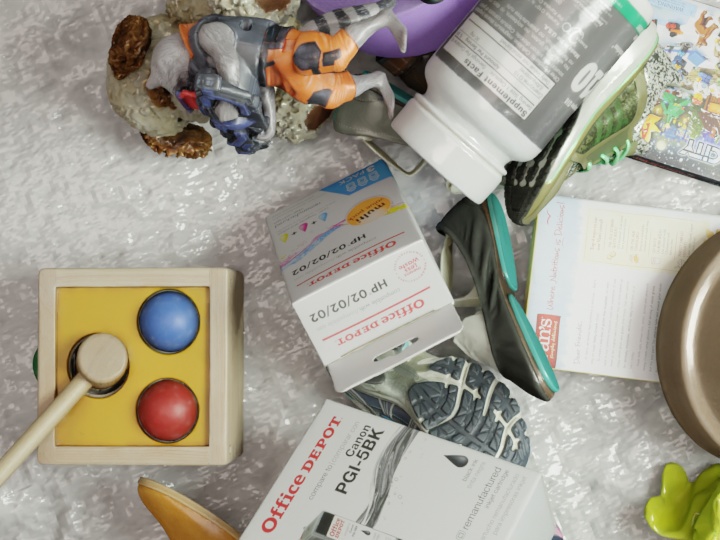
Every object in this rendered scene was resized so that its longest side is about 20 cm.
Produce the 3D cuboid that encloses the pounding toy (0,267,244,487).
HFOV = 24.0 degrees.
[{"bbox_3d":[-0.201,0.092,1.376,0.197,0.142,0.187,0,88,3],"label":"pounding toy"}]

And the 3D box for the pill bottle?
[{"bbox_3d":[0.122,-0.158,1.302,0.113,0.113,0.200,41,98,4],"label":"pill bottle"}]

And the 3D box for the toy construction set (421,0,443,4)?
[{"bbox_3d":[0.036,-0.280,1.285,0.199,0.092,0.132,14,75,43],"label":"toy construction set"}]

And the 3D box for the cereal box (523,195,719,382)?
[{"bbox_3d":[0.236,0.020,1.405,0.197,0.040,0.146,8,89,4],"label":"cereal box"}]

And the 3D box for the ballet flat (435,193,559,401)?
[{"bbox_3d":[0.106,0.029,1.377,0.068,0.068,0.202,-24,54,14],"label":"ballet flat"}]

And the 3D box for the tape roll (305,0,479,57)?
[{"bbox_3d":[0.038,-0.277,1.369,0.198,0.066,0.202,-11,63,23],"label":"tape roll"}]

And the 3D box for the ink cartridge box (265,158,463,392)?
[{"bbox_3d":[0.000,0.000,1.338,0.114,0.200,0.068,-27,119,2],"label":"ink cartridge box"}]

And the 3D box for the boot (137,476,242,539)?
[{"bbox_3d":[-0.135,0.278,1.387,0.201,0.071,0.145,38,80,-11],"label":"boot"}]

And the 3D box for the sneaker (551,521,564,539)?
[{"bbox_3d":[0.070,0.236,1.357,0.197,0.070,0.083,-2,56,9],"label":"sneaker"}]

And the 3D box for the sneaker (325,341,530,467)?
[{"bbox_3d":[0.055,0.107,1.384,0.199,0.087,0.078,36,69,17],"label":"sneaker"}]

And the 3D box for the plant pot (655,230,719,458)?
[{"bbox_3d":[0.356,0.060,1.300,0.198,0.174,0.203,0,91,-23],"label":"plant pot"}]

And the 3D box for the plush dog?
[{"bbox_3d":[-0.132,-0.181,1.385,0.171,0.201,0.161,-34,53,-8],"label":"plush dog"}]

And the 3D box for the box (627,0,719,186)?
[{"bbox_3d":[0.255,-0.158,1.411,0.198,0.038,0.138,17,89,4],"label":"box"}]

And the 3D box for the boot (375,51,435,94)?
[{"bbox_3d":[0.107,-0.225,1.418,0.097,0.075,0.201,38,88,-16],"label":"boot"}]

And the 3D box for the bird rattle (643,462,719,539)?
[{"bbox_3d":[0.310,0.254,1.367,0.161,0.113,0.203,-4,91,-13],"label":"bird rattle"}]

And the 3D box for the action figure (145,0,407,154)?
[{"bbox_3d":[-0.068,-0.153,1.293,0.191,0.200,0.106,0,81,-4],"label":"action figure"}]

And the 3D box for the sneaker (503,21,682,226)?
[{"bbox_3d":[0.194,-0.109,1.356,0.088,0.077,0.201,38,85,-21],"label":"sneaker"}]

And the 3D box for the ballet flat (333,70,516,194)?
[{"bbox_3d":[0.069,-0.100,1.399,0.198,0.067,0.064,24,103,-12],"label":"ballet flat"}]

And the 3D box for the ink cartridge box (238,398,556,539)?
[{"bbox_3d":[0.028,0.202,1.296,0.198,0.083,0.147,16,57,28],"label":"ink cartridge box"}]
